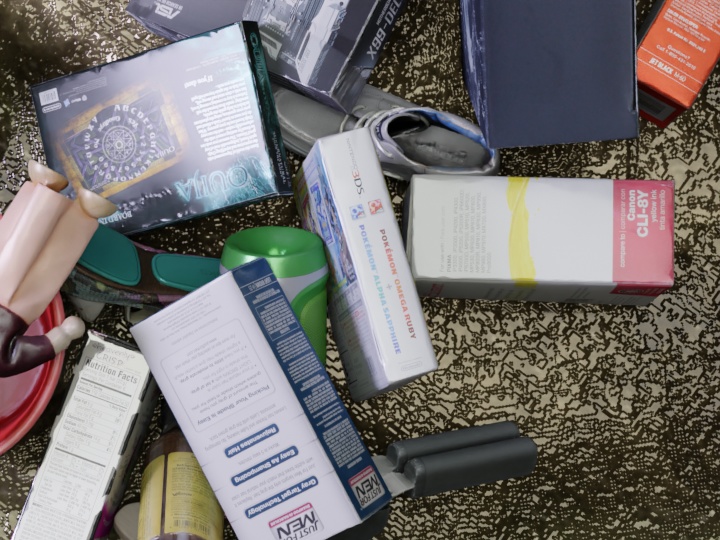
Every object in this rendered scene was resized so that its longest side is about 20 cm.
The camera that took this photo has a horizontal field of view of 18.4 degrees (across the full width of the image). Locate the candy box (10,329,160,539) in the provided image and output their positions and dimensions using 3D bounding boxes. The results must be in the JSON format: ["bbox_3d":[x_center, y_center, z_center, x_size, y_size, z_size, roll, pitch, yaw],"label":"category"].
[{"bbox_3d":[-0.207,0.150,1.670,0.061,0.136,0.201,20,84,1],"label":"candy box"}]

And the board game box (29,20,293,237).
[{"bbox_3d":[-0.154,-0.101,1.700,0.199,0.028,0.136,-13,88,27],"label":"board game box"}]

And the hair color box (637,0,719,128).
[{"bbox_3d":[0.271,-0.216,1.724,0.064,0.111,0.201,29,86,1],"label":"hair color box"}]

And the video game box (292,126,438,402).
[{"bbox_3d":[0.000,0.000,1.656,0.047,0.200,0.183,-18,86,-9],"label":"video game box"}]

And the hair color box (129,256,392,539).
[{"bbox_3d":[-0.071,0.103,1.594,0.100,0.060,0.201,-28,88,27],"label":"hair color box"}]

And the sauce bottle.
[{"bbox_3d":[-0.132,0.163,1.650,0.064,0.201,0.065,0,126,0],"label":"sauce bottle"}]

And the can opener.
[{"bbox_3d":[0.041,0.159,1.686,0.199,0.053,0.067,-13,123,-26],"label":"can opener"}]

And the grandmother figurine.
[{"bbox_3d":[-0.254,0.024,1.543,0.121,0.061,0.201,26,83,10],"label":"grandmother figurine"}]

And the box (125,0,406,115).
[{"bbox_3d":[-0.062,-0.230,1.715,0.199,0.050,0.158,25,85,25],"label":"box"}]

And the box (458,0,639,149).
[{"bbox_3d":[0.135,-0.214,1.646,0.117,0.200,0.198,-5,110,-2],"label":"box"}]

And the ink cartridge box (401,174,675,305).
[{"bbox_3d":[0.130,-0.022,1.686,0.199,0.145,0.084,1,84,-1],"label":"ink cartridge box"}]

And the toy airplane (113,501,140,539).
[{"bbox_3d":[-0.089,0.265,1.657,0.199,0.141,0.200,-5,72,7],"label":"toy airplane"}]

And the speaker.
[{"bbox_3d":[-0.065,0.073,1.674,0.088,0.089,0.201,0,109,-1],"label":"speaker"}]

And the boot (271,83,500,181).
[{"bbox_3d":[0.015,-0.113,1.717,0.199,0.096,0.074,14,85,0],"label":"boot"}]

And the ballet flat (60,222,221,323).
[{"bbox_3d":[-0.174,0.011,1.692,0.199,0.071,0.069,15,39,-26],"label":"ballet flat"}]

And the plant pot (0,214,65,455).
[{"bbox_3d":[-0.308,0.054,1.656,0.199,0.177,0.202,0,85,-2],"label":"plant pot"}]
